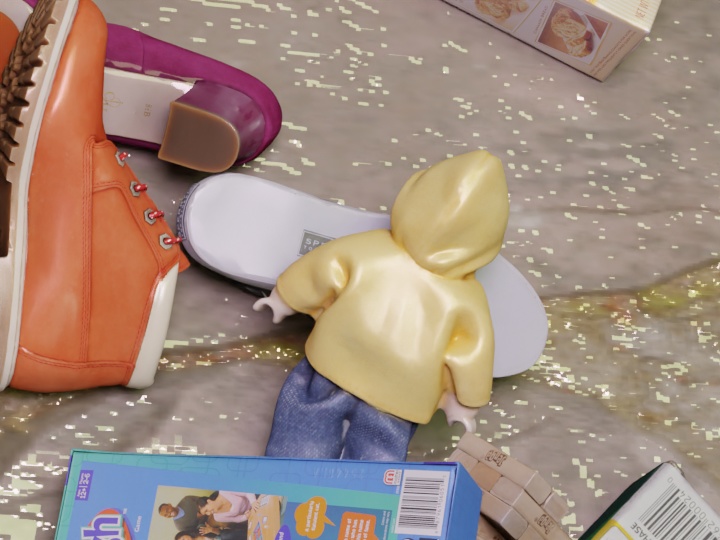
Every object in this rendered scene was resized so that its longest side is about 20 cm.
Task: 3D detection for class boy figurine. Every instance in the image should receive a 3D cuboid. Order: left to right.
[{"bbox_3d":[0.010,0.029,1.294,0.124,0.064,0.201,24,96,6],"label":"boy figurine"}]

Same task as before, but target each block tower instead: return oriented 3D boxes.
[{"bbox_3d":[0.021,0.178,1.262,0.200,0.058,0.054,-52,132,-9],"label":"block tower"}]

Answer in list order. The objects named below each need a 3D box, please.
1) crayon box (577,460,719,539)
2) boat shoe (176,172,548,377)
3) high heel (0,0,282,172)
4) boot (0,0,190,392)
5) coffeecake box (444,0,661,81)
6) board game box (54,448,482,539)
[{"bbox_3d":[0.125,0.208,1.326,0.200,0.051,0.127,-41,87,-25],"label":"crayon box"},{"bbox_3d":[0.000,0.000,1.357,0.199,0.057,0.069,22,83,-9],"label":"boat shoe"},{"bbox_3d":[-0.138,-0.102,1.368,0.199,0.096,0.068,27,108,5],"label":"high heel"},{"bbox_3d":[-0.132,-0.038,1.302,0.106,0.075,0.202,7,94,-18],"label":"boot"},{"bbox_3d":[0.082,-0.222,1.458,0.199,0.073,0.154,26,66,-7],"label":"coffeecake box"},{"bbox_3d":[-0.052,0.163,1.231,0.199,0.045,0.153,1,67,20],"label":"board game box"}]
